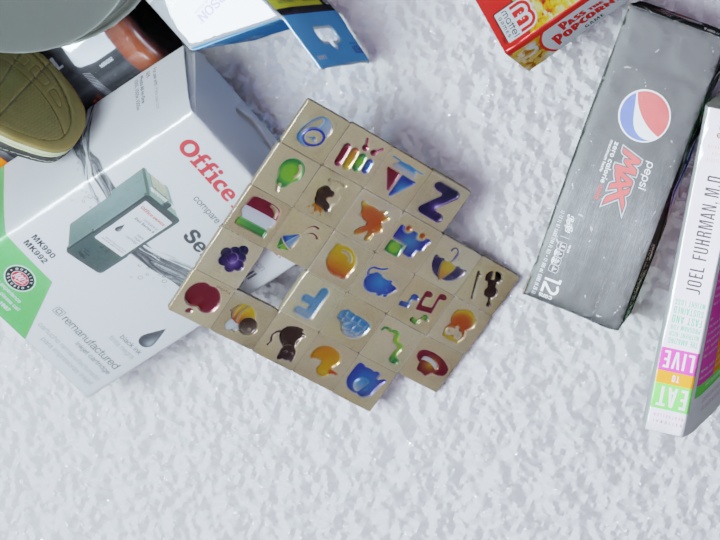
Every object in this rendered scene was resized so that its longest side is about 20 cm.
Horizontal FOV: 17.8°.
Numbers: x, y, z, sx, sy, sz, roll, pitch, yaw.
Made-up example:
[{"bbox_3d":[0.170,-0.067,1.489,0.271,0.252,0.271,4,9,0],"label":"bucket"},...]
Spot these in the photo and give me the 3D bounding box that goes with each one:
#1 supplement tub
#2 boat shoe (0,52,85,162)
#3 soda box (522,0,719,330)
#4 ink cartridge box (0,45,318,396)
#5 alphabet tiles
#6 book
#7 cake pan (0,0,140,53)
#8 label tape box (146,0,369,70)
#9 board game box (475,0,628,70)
[{"bbox_3d":[-0.225,-0.130,1.540,0.200,0.107,0.107,-33,89,16],"label":"supplement tub"},{"bbox_3d":[-0.270,-0.124,1.468,0.200,0.072,0.066,28,146,-2],"label":"boat shoe"},{"bbox_3d":[0.173,-0.068,1.474,0.070,0.063,0.201,21,103,9],"label":"soda box"},{"bbox_3d":[-0.148,-0.031,1.516,0.200,0.084,0.146,-33,125,16],"label":"ink cartridge box"},{"bbox_3d":[0.000,0.000,1.501,0.199,0.008,0.167,28,106,-26],"label":"alphabet tiles"},{"bbox_3d":[0.218,-0.007,1.436,0.048,0.134,0.201,12,100,12],"label":"book"},{"bbox_3d":[-0.215,-0.215,1.381,0.199,0.037,0.201,4,123,6],"label":"cake pan"},{"bbox_3d":[-0.092,-0.190,1.480,0.066,0.143,0.200,-40,87,15],"label":"label tape box"},{"bbox_3d":[0.146,-0.245,1.440,0.200,0.046,0.152,-34,67,15],"label":"board game box"}]
